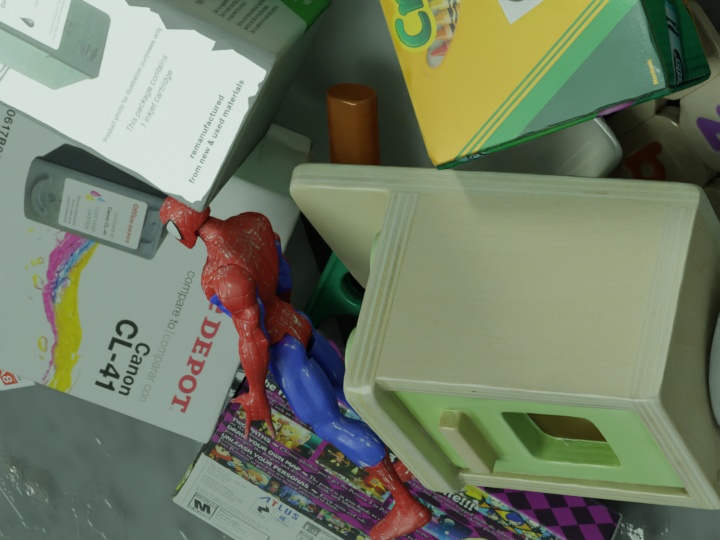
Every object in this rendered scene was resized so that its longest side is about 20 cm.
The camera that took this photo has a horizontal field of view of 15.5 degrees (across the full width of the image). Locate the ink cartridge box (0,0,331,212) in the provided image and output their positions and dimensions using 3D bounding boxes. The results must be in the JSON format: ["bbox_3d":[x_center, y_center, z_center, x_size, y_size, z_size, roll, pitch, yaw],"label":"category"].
[{"bbox_3d":[-0.127,-0.126,1.212,0.199,0.146,0.084,29,111,1],"label":"ink cartridge box"}]

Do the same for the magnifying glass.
[{"bbox_3d":[0.000,0.000,1.323,0.079,0.022,0.201,12,123,23],"label":"magnifying glass"}]

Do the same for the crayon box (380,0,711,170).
[{"bbox_3d":[0.062,-0.158,1.149,0.118,0.058,0.201,-18,91,29],"label":"crayon box"}]

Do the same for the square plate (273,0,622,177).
[{"bbox_3d":[0.025,-0.086,1.280,0.198,0.028,0.200,51,144,8],"label":"square plate"}]

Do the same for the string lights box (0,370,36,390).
[{"bbox_3d":[-0.258,0.022,1.585,0.199,0.059,0.103,-11,107,44],"label":"string lights box"}]

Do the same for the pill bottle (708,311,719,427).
[{"bbox_3d":[0.257,0.051,1.120,0.199,0.114,0.115,15,124,34],"label":"pill bottle"}]

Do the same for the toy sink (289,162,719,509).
[{"bbox_3d":[0.065,0.033,1.194,0.199,0.113,0.130,5,156,23],"label":"toy sink"}]

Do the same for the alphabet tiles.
[{"bbox_3d":[0.106,-0.077,1.236,0.200,0.015,0.195,55,143,-1],"label":"alphabet tiles"}]

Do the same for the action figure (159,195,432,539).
[{"bbox_3d":[-0.032,0.039,1.228,0.051,0.066,0.200,-17,121,28],"label":"action figure"}]

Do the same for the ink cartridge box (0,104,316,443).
[{"bbox_3d":[-0.139,-0.023,1.294,0.199,0.086,0.148,21,114,-5],"label":"ink cartridge box"}]

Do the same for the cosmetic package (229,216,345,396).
[{"bbox_3d":[-0.073,-0.027,1.383,0.082,0.051,0.201,10,126,50],"label":"cosmetic package"}]

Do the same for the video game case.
[{"bbox_3d":[0.013,0.123,1.370,0.199,0.036,0.181,31,146,-1],"label":"video game case"}]
